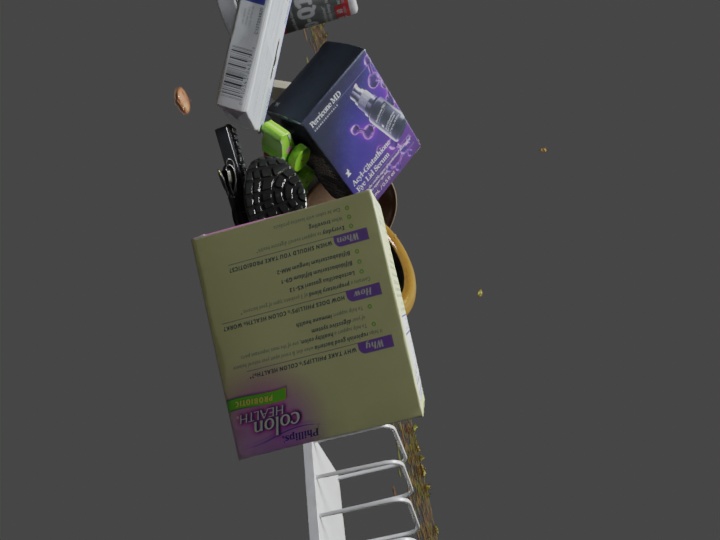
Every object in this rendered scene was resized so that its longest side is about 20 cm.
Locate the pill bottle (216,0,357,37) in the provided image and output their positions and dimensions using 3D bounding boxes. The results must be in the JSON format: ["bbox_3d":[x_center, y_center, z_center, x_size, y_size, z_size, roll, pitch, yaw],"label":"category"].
[{"bbox_3d":[-0.110,-0.415,0.957,0.114,0.195,0.117,-14,90,-85],"label":"pill bottle"}]

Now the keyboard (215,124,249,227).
[{"bbox_3d":[-0.136,-0.074,0.781,0.127,0.020,0.205,-84,159,-75],"label":"keyboard"}]

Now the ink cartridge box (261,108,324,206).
[{"bbox_3d":[-0.056,-0.224,1.087,0.044,0.197,0.200,49,-13,39],"label":"ink cartridge box"}]

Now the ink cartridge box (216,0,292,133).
[{"bbox_3d":[-0.127,-0.281,0.797,0.200,0.040,0.205,-134,-123,-85],"label":"ink cartridge box"}]

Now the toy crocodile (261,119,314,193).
[{"bbox_3d":[-0.113,-0.158,0.964,0.067,0.062,0.200,35,-11,10],"label":"toy crocodile"}]

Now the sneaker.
[{"bbox_3d":[-0.095,-0.029,0.761,0.087,0.074,0.205,-39,-113,65],"label":"sneaker"}]

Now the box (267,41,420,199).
[{"bbox_3d":[-0.021,-0.215,0.982,0.104,0.149,0.200,29,-13,46],"label":"box"}]

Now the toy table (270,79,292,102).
[{"bbox_3d":[-0.081,-0.284,1.174,0.118,0.178,0.204,88,5,-54],"label":"toy table"}]

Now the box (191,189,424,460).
[{"bbox_3d":[-0.044,0.050,0.611,0.097,0.171,0.205,22,53,-83],"label":"box"}]

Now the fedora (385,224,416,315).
[{"bbox_3d":[0.000,0.000,1.030,0.197,0.082,0.205,23,48,-28],"label":"fedora"}]

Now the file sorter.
[{"bbox_3d":[0.010,0.314,0.800,0.140,0.121,0.203,70,7,-50],"label":"file sorter"}]

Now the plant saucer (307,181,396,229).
[{"bbox_3d":[-0.028,-0.103,1.150,0.037,0.197,0.203,51,-13,44],"label":"plant saucer"}]
